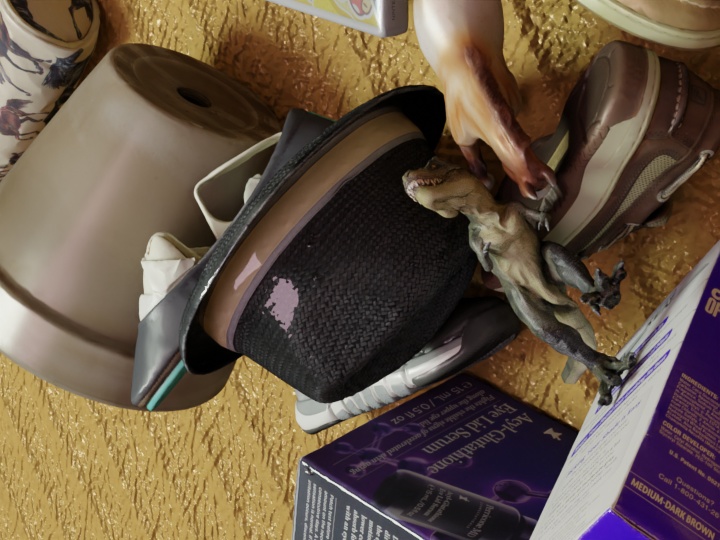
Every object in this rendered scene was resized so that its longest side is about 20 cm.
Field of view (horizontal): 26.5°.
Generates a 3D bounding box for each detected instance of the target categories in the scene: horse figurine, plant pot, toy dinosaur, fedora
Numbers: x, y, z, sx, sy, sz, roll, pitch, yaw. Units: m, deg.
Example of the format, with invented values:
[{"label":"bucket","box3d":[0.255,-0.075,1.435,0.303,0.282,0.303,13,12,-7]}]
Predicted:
[{"label":"horse figurine","box3d":[0.053,-0.122,0.761,0.050,0.133,0.201,-13,84,7]},{"label":"plant pot","box3d":[-0.138,-0.041,0.966,0.200,0.200,0.174,40,115,26]},{"label":"toy dinosaur","box3d":[0.093,0.014,0.731,0.088,0.047,0.200,38,170,47]},{"label":"fedora","box3d":[0.000,0.000,0.808,0.092,0.200,0.201,40,132,15]}]

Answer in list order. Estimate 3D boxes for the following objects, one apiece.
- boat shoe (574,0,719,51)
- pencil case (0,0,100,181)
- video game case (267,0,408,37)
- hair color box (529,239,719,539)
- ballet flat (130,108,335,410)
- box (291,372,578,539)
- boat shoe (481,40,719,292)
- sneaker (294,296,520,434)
[{"label":"boat shoe","box3d":[0.109,-0.185,0.718,0.201,0.073,0.063,55,142,24]},{"label":"pencil case","box3d":[-0.254,-0.140,1.100,0.089,0.078,0.200,45,136,2]},{"label":"video game case","box3d":[-0.041,-0.239,0.854,0.200,0.023,0.183,27,126,49]},{"label":"hair color box","box3d":[0.140,0.086,0.703,0.065,0.200,0.109,33,134,0]},{"label":"ballet flat","box3d":[-0.080,-0.014,0.877,0.073,0.073,0.200,40,88,26]},{"label":"box","box3d":[0.080,0.161,0.843,0.200,0.148,0.105,26,124,34]},{"label":"boat shoe","box3d":[0.121,-0.035,0.768,0.202,0.075,0.075,124,157,-64]},{"label":"sneaker","box3d":[0.003,0.023,0.915,0.200,0.075,0.116,-29,84,49]}]
